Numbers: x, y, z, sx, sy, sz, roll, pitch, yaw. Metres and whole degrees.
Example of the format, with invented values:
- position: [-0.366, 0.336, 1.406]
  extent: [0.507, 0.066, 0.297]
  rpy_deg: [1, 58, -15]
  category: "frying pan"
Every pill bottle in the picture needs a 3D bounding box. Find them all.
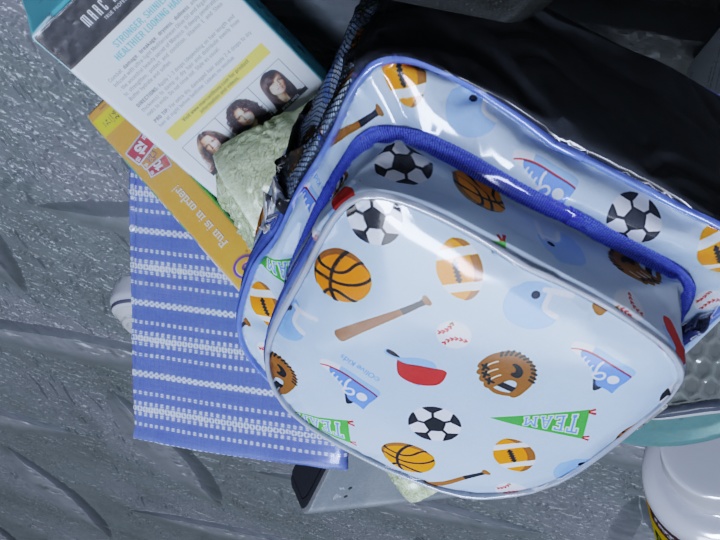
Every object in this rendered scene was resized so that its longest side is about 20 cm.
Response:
- position: [0.251, 0.156, 0.971]
  extent: [0.108, 0.110, 0.200]
  rpy_deg: [7, 153, 21]
  category: "pill bottle"

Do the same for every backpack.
- position: [0.044, 0.000, 0.553]
  extent: [0.199, 0.155, 0.191]
  rpy_deg: [31, 142, -4]
  category: "backpack"

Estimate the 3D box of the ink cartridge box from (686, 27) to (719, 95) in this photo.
- position: [0.227, -0.074, 0.555]
  extent: [0.145, 0.083, 0.200]
  rpy_deg: [20, 155, -5]
  category: "ink cartridge box"

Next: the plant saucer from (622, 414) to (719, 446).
- position: [0.174, 0.040, 0.789]
  extent: [0.198, 0.036, 0.201]
  rpy_deg: [1, 136, 1]
  category: "plant saucer"

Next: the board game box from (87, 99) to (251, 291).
- position: [-0.062, -0.008, 0.755]
  extent: [0.200, 0.030, 0.096]
  rpy_deg: [46, -179, 8]
  category: "board game box"

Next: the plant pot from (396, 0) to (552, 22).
- position: [0.001, -0.178, 0.390]
  extent: [0.198, 0.201, 0.178]
  rpy_deg: [12, 166, 11]
  category: "plant pot"

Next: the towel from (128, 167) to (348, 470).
- position: [-0.069, 0.009, 0.825]
  extent: [0.143, 0.202, 0.024]
  rpy_deg: [5, -170, 21]
  category: "towel"

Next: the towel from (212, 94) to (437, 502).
- position: [0.032, -0.006, 0.671]
  extent: [0.201, 0.148, 0.036]
  rpy_deg: [58, -173, 3]
  category: "towel"

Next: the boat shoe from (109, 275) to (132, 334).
- position: [-0.073, 0.069, 0.900]
  extent: [0.199, 0.066, 0.072]
  rpy_deg: [30, 153, -22]
  category: "boat shoe"

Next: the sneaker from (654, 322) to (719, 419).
- position: [0.198, 0.042, 0.709]
  extent: [0.201, 0.078, 0.146]
  rpy_deg: [7, 179, 40]
  category: "sneaker"

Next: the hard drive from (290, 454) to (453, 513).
- position: [0.069, 0.089, 0.884]
  extent: [0.198, 0.033, 0.140]
  rpy_deg: [-1, 133, -31]
  category: "hard drive"

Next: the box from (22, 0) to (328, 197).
- position: [-0.067, -0.091, 0.702]
  extent: [0.082, 0.049, 0.200]
  rpy_deg: [-41, 128, 9]
  category: "box"
